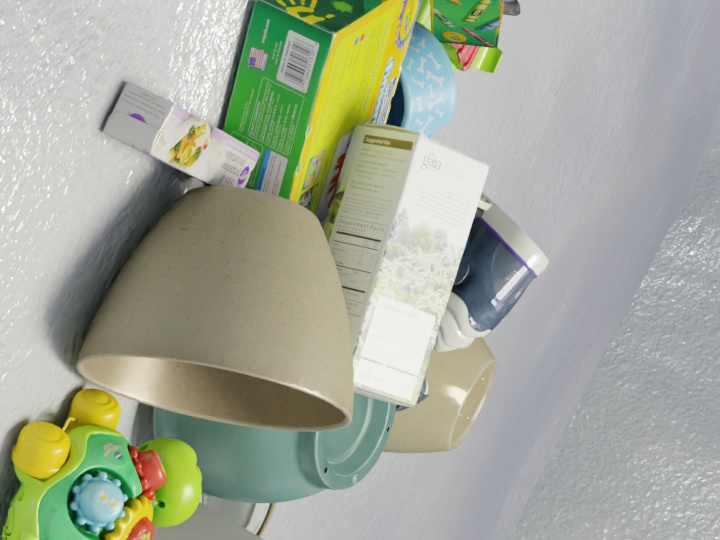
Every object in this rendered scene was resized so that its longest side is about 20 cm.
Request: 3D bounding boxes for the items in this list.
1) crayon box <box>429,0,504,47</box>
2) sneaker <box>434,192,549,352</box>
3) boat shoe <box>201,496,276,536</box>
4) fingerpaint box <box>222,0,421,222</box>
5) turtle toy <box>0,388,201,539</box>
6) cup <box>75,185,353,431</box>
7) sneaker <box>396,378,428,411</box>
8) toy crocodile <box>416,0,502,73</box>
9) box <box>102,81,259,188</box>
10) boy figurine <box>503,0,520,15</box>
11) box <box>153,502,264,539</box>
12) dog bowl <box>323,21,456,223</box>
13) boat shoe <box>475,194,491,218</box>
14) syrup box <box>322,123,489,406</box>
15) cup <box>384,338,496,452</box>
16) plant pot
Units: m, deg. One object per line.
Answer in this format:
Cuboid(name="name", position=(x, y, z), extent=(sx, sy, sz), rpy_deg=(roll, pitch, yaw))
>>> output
Cuboid(name="crayon box", position=(0.089, -0.257, 1.657), extent=(0.200, 0.058, 0.119), rpy_deg=(72, 25, -82))
Cuboid(name="sneaker", position=(0.068, -0.005, 1.880), extent=(0.146, 0.200, 0.081), rpy_deg=(-45, 126, 0))
Cuboid(name="boat shoe", position=(-0.106, 0.157, 1.875), extent=(0.068, 0.075, 0.200), rpy_deg=(-13, 117, -69))
Cuboid(name="fingerpaint box", position=(-0.036, -0.134, 1.626), extent=(0.167, 0.073, 0.200), rpy_deg=(-41, 153, -53))
Cuboid(name="turtle toy", position=(-0.190, 0.171, 1.552), extent=(0.200, 0.101, 0.146), rpy_deg=(-34, 146, -61))
Cuboid(name="cup", position=(-0.093, 0.022, 1.523), extent=(0.200, 0.200, 0.143), rpy_deg=(62, 36, -71))
Cuboid(name="sneaker", position=(-0.010, 0.053, 1.846), extent=(0.078, 0.200, 0.086), rpy_deg=(-20, 127, -24))
Cuboid(name="toy crocodile", position=(0.081, -0.214, 1.902), extent=(0.068, 0.062, 0.200), rpy_deg=(-63, 164, -4))
Cuboid(name="box", position=(-0.122, -0.089, 1.477), extent=(0.039, 0.041, 0.200), rpy_deg=(-63, 166, 0))
Cuboid(name="boy figurine", position=(0.145, -0.330, 1.901), extent=(0.124, 0.064, 0.200), rpy_deg=(-92, -164, -61))
Cuboid(name="box", position=(-0.154, 0.309, 1.708), extent=(0.199, 0.200, 0.172), rpy_deg=(-25, 141, -65))
Cuboid(name="dog bowl", position=(0.011, -0.113, 1.757), extent=(0.050, 0.111, 0.200), rpy_deg=(-21, 138, -44))
Cuboid(name="boat shoe", position=(0.043, -0.065, 1.838), extent=(0.074, 0.199, 0.066), rpy_deg=(30, 91, -36))
Cuboid(name="syrup box", position=(0.019, -0.005, 1.615), extent=(0.079, 0.081, 0.200), rpy_deg=(20, 84, -40))
Cuboid(name="cup", position=(0.052, 0.104, 2.135), extent=(0.200, 0.143, 0.200), rpy_deg=(-57, 163, -27))
Cuboid(name="plant pot", position=(-0.055, 0.105, 1.728), extent=(0.200, 0.134, 0.201), rpy_deg=(-32, 129, -49))
